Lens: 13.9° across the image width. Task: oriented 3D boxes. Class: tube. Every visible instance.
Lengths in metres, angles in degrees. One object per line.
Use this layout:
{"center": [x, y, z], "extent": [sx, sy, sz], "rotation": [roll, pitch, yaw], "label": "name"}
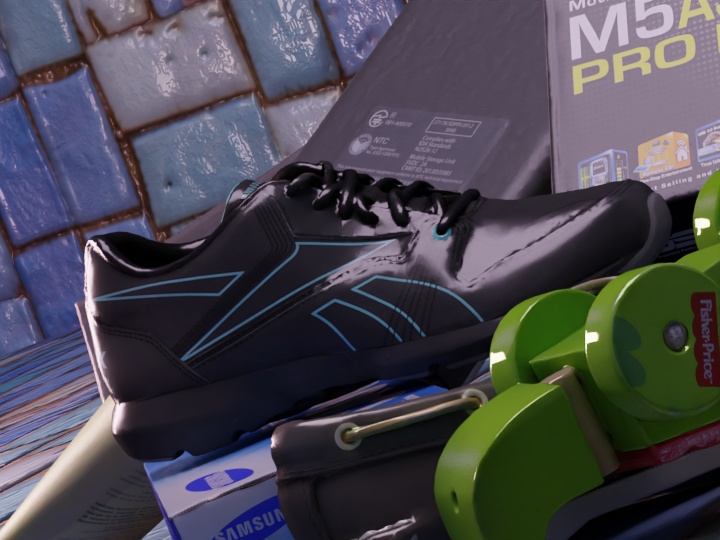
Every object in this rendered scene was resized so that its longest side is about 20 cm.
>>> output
{"center": [-0.068, 0.053, 1.071], "extent": [0.200, 0.058, 0.052], "rotation": [-49, 19, 35], "label": "tube"}

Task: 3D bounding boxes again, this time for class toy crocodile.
{"center": [0.100, 0.012, 0.777], "extent": [0.200, 0.062, 0.068], "rotation": [-33, 7, -28], "label": "toy crocodile"}

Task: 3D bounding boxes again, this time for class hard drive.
{"center": [0.037, -0.047, 1.113], "extent": [0.140, 0.033, 0.200], "rotation": [10, 59, 50], "label": "hard drive"}

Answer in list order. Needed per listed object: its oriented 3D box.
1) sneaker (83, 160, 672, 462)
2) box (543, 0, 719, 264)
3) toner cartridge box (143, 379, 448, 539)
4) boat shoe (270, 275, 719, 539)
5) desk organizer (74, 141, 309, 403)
{"center": [0.000, 0.000, 0.951], "extent": [0.200, 0.079, 0.075], "rotation": [-18, 3, 15], "label": "sneaker"}
{"center": [0.162, -0.085, 1.001], "extent": [0.200, 0.044, 0.160], "rotation": [-15, 48, 18], "label": "box"}
{"center": [-0.016, 0.071, 0.946], "extent": [0.095, 0.043, 0.200], "rotation": [-23, 3, -6], "label": "toner cartridge box"}
{"center": [0.066, 0.036, 0.829], "extent": [0.202, 0.060, 0.072], "rotation": [-24, 4, -28], "label": "boat shoe"}
{"center": [-0.009, 0.001, 1.202], "extent": [0.200, 0.077, 0.072], "rotation": [-34, 36, 8], "label": "desk organizer"}
